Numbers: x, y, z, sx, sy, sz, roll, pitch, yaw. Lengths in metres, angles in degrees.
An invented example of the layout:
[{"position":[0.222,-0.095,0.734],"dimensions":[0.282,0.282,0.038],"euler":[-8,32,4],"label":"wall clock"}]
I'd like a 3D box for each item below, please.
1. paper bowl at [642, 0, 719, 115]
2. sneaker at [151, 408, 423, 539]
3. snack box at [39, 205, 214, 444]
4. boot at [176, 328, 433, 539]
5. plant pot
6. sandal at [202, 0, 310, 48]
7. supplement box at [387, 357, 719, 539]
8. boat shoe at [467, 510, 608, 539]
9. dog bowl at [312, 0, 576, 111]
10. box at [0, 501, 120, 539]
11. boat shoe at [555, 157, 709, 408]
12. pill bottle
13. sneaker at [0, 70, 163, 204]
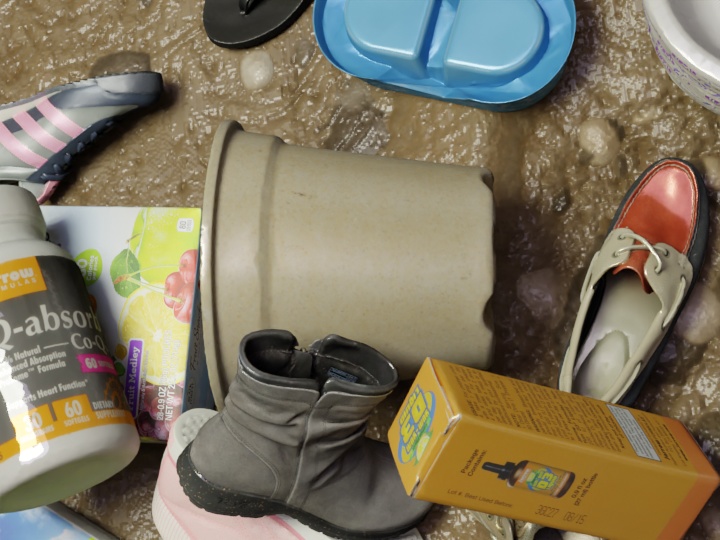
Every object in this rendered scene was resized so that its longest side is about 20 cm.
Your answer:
[{"position":[0.288,-0.192,0.877],"dimensions":[0.198,0.104,0.204],"euler":[-4,77,16],"label":"paper bowl"},{"position":[-0.056,0.183,0.913],"dimensions":[0.198,0.076,0.105],"euler":[28,121,0],"label":"sneaker"},{"position":[-0.205,0.040,0.986],"dimensions":[0.197,0.068,0.171],"euler":[1,79,18],"label":"snack box"},{"position":[-0.007,0.105,0.833],"dimensions":[0.132,0.198,0.070],"euler":[-55,43,33],"label":"boot"},{"position":[0.000,0.000,0.883],"dimensions":[0.180,0.201,0.204],"euler":[0,77,5],"label":"plant pot"},{"position":[-0.045,-0.249,1.019],"dimensions":[0.199,0.045,0.076],"euler":[-35,71,6],"label":"sandal"},{"position":[0.119,0.114,0.807],"dimensions":[0.067,0.198,0.069],"euler":[-62,28,25],"label":"supplement box"},{"position":[0.117,0.160,0.864],"dimensions":[0.072,0.065,0.200],"euler":[-44,70,2],"label":"boat shoe"},{"position":[0.064,-0.177,0.968],"dimensions":[0.197,0.050,0.113],"euler":[14,82,18],"label":"dog bowl"},{"position":[-0.218,0.244,0.951],"dimensions":[0.198,0.048,0.123],"euler":[26,86,19],"label":"box"},{"position":[0.182,0.013,0.882],"dimensions":[0.070,0.063,0.202],"euler":[21,82,21],"label":"boat shoe"},{"position":[-0.234,0.052,0.896],"dimensions":[0.115,0.116,0.202],"euler":[-26,74,9],"label":"pill bottle"},{"position":[-0.238,-0.099,1.038],"dimensions":[0.197,0.070,0.083],"euler":[-16,90,15],"label":"sneaker"}]
